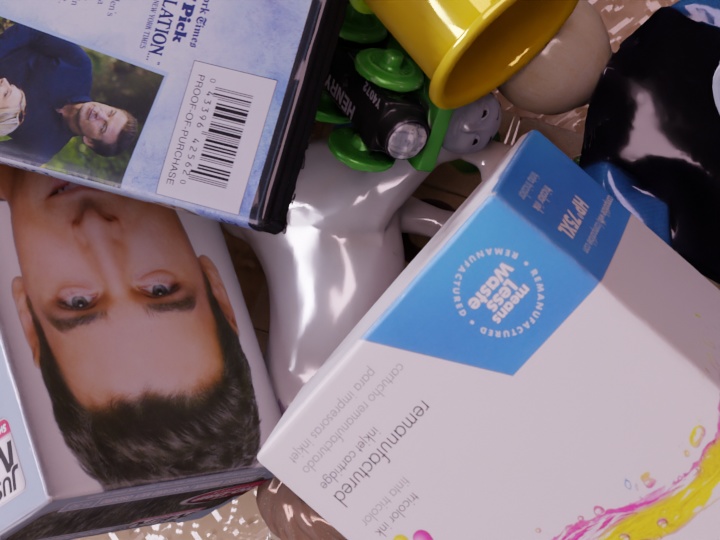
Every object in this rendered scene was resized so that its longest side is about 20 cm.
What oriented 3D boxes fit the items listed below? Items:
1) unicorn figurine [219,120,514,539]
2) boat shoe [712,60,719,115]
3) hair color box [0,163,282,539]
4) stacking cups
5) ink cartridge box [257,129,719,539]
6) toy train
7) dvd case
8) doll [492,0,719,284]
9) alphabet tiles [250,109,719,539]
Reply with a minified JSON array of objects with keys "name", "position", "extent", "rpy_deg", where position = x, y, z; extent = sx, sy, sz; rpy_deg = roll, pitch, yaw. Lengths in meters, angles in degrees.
[{"name":"unicorn figurine","position":[0.000,0.000,0.845],"extent":[0.136,0.074,0.201],"rpy_deg":[2,71,7]},{"name":"boat shoe","position":[0.188,-0.015,0.760],"extent":[0.202,0.074,0.086],"rpy_deg":[49,65,-15]},{"name":"hair color box","position":[-0.102,-0.017,0.821],"extent":[0.061,0.099,0.201],"rpy_deg":[-32,71,45]},{"name":"stacking cups","position":[-0.014,-0.143,0.781],"extent":[0.060,0.061,0.200],"rpy_deg":[-38,75,-1]},{"name":"ink cartridge box","position":[0.084,0.071,0.766],"extent":[0.200,0.067,0.116],"rpy_deg":[41,113,-2]},{"name":"toy train","position":[-0.012,-0.093,0.854],"extent":[0.200,0.056,0.042],"rpy_deg":[55,134,46]},{"name":"dvd case","position":[-0.094,-0.102,0.763],"extent":[0.199,0.018,0.144],"rpy_deg":[15,85,20]},{"name":"doll","position":[0.126,-0.024,0.808],"extent":[0.199,0.048,0.137],"rpy_deg":[32,81,-6]},{"name":"alphabet tiles","position":[0.036,0.043,0.867],"extent":[0.166,0.008,0.201],"rpy_deg":[17,78,15]}]
